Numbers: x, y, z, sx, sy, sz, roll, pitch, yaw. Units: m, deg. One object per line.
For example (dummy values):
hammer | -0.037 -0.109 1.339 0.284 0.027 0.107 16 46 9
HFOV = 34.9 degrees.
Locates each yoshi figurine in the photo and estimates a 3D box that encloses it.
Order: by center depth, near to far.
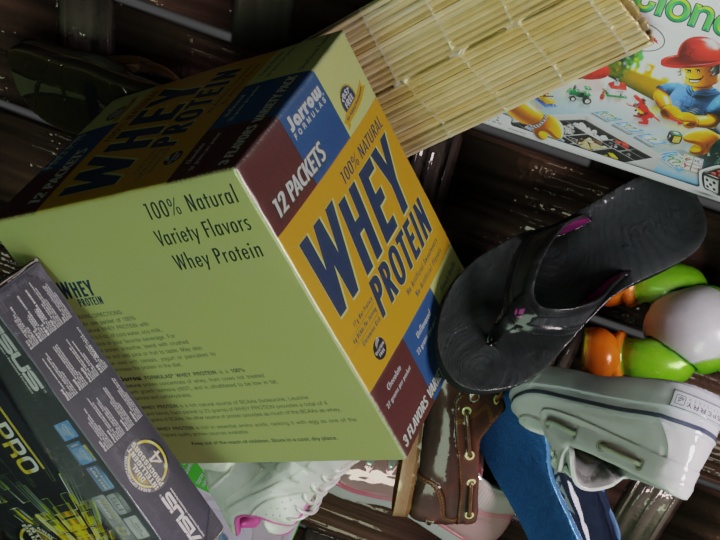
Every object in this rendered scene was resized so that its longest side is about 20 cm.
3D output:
yoshi figurine | 0.241 0.040 0.716 0.198 0.112 0.113 10 126 11

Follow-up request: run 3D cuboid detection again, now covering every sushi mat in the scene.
sushi mat | 0.058 -0.129 0.656 0.199 0.012 0.096 -21 118 37

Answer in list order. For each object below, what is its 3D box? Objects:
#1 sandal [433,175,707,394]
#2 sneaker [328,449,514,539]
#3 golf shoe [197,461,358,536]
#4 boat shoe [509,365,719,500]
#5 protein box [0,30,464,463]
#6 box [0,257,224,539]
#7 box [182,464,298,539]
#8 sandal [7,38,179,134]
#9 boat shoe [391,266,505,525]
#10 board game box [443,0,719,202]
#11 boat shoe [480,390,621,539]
sandal | 0.124 -0.002 0.674 0.076 0.200 0.048 53 162 10
sneaker | 0.044 0.146 0.914 0.199 0.076 0.105 28 132 -6
golf shoe | -0.040 0.147 0.859 0.199 0.075 0.093 -18 85 39
boat shoe | 0.142 0.102 0.711 0.073 0.067 0.200 24 167 -13
protein box | -0.068 -0.003 0.688 0.197 0.135 0.201 -8 125 35
box | -0.195 0.106 0.711 0.160 0.049 0.201 -22 106 41
box | -0.163 0.261 1.014 0.175 0.201 0.097 25 134 1
sandal | -0.154 -0.112 0.786 0.199 0.055 0.082 24 138 22
boat shoe | 0.069 0.091 0.821 0.069 0.071 0.202 9 114 3
board game box | 0.157 -0.119 0.656 0.198 0.035 0.127 19 134 6
boat shoe | 0.138 0.139 0.865 0.084 0.068 0.202 -8 104 45
